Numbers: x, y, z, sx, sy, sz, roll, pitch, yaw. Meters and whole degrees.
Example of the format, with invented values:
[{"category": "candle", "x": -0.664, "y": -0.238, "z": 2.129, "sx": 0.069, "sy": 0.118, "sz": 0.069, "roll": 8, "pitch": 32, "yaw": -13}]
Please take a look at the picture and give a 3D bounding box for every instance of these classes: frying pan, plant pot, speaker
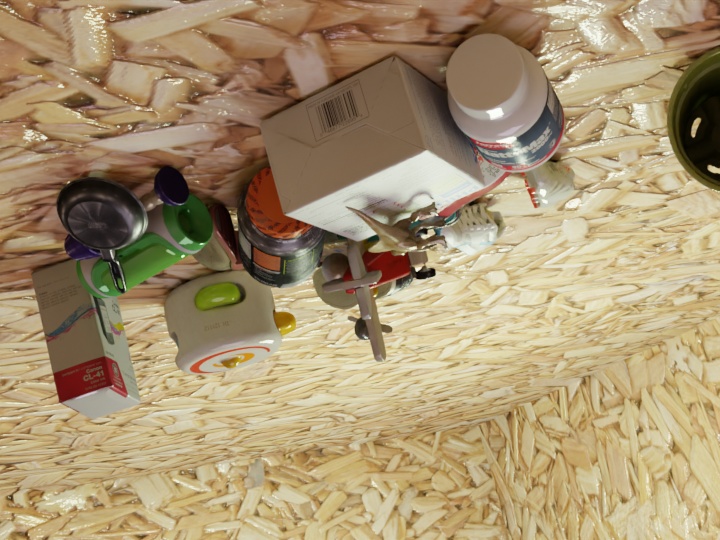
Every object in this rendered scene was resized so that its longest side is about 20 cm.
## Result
[{"category": "frying pan", "x": -0.333, "y": -0.041, "z": 1.477, "sx": 0.114, "sy": 0.031, "sz": 0.191, "roll": 18, "pitch": 132, "yaw": -10}, {"category": "plant pot", "x": 0.521, "y": -0.196, "z": 1.632, "sx": 0.198, "sy": 0.203, "sz": 0.184, "roll": -18, "pitch": 175, "yaw": 11}, {"category": "speaker", "x": -0.291, "y": -0.032, "z": 1.579, "sx": 0.199, "sy": 0.089, "sz": 0.088, "roll": -26, "pitch": 160, "yaw": 32}]

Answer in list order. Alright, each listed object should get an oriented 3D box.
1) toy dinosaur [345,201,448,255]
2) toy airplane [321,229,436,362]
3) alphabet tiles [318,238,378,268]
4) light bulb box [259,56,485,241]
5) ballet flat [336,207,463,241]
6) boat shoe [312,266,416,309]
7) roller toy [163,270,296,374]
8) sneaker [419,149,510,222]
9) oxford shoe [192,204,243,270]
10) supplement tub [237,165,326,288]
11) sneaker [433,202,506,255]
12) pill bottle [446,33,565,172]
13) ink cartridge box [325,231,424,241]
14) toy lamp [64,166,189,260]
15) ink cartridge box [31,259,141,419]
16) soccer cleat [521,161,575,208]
[{"category": "toy dinosaur", "x": 0.053, "y": -0.042, "z": 1.459, "sx": 0.100, "sy": 0.059, "sz": 0.200, "roll": -17, "pitch": 165, "yaw": 13}, {"category": "toy airplane", "x": 0.000, "y": 0.000, "z": 1.628, "sx": 0.140, "sy": 0.202, "sz": 0.199, "roll": -4, "pitch": 148, "yaw": 34}, {"category": "alphabet tiles", "x": -0.013, "y": -0.023, "z": 1.808, "sx": 0.165, "sy": 0.006, "sz": 0.200, "roll": -6, "pitch": 168, "yaw": 22}, {"category": "light bulb box", "x": 0.018, "y": -0.140, "z": 1.432, "sx": 0.197, "sy": 0.126, "sz": 0.200, "roll": -22, "pitch": 163, "yaw": 21}, {"category": "ballet flat", "x": 0.063, "y": -0.080, "z": 1.775, "sx": 0.198, "sy": 0.069, "sz": 0.075, "roll": -14, "pitch": -164, "yaw": 18}, {"category": "boat shoe", "x": 0.002, "y": 0.017, "z": 1.819, "sx": 0.067, "sy": 0.073, "sz": 0.199, "roll": -20, "pitch": -172, "yaw": -41}, {"category": "roller toy", "x": -0.224, "y": 0.093, "z": 1.945, "sx": 0.181, "sy": 0.141, "sz": 0.199, "roll": -26, "pitch": 161, "yaw": 33}, {"category": "sneaker", "x": 0.124, "y": -0.145, "z": 1.588, "sx": 0.201, "sy": 0.068, "sz": 0.108, "roll": -37, "pitch": 128, "yaw": 27}, {"category": "oxford shoe", "x": -0.211, "y": -0.037, "z": 1.664, "sx": 0.074, "sy": 0.071, "sz": 0.200, "roll": -9, "pitch": 162, "yaw": -1}, {"category": "supplement tub", "x": -0.105, "y": -0.061, "z": 1.583, "sx": 0.121, "sy": 0.124, "sz": 0.200, "roll": -12, "pitch": 164, "yaw": -10}, {"category": "sneaker", "x": 0.167, "y": -0.076, "z": 1.882, "sx": 0.080, "sy": 0.077, "sz": 0.199, "roll": -31, "pitch": 165, "yaw": 22}, {"category": "pill bottle", "x": 0.168, "y": -0.198, "z": 1.387, "sx": 0.118, "sy": 0.121, "sz": 0.200, "roll": -20, "pitch": 163, "yaw": 15}, {"category": "ink cartridge box", "x": -0.003, "y": -0.039, "z": 1.899, "sx": 0.198, "sy": 0.037, "sz": 0.095, "roll": -2, "pitch": 158, "yaw": -31}, {"category": "toy lamp", "x": -0.305, "y": -0.066, "z": 1.503, "sx": 0.199, "sy": 0.059, "sz": 0.058, "roll": -28, "pitch": 160, "yaw": 34}, {"category": "ink cartridge box", "x": -0.395, "y": 0.099, "z": 1.705, "sx": 0.085, "sy": 0.202, "sz": 0.148, "roll": -16, "pitch": 164, "yaw": 3}, {"category": "soccer cleat", "x": 0.287, "y": -0.140, "z": 1.787, "sx": 0.077, "sy": 0.070, "sz": 0.200, "roll": -23, "pitch": 170, "yaw": 9}]
